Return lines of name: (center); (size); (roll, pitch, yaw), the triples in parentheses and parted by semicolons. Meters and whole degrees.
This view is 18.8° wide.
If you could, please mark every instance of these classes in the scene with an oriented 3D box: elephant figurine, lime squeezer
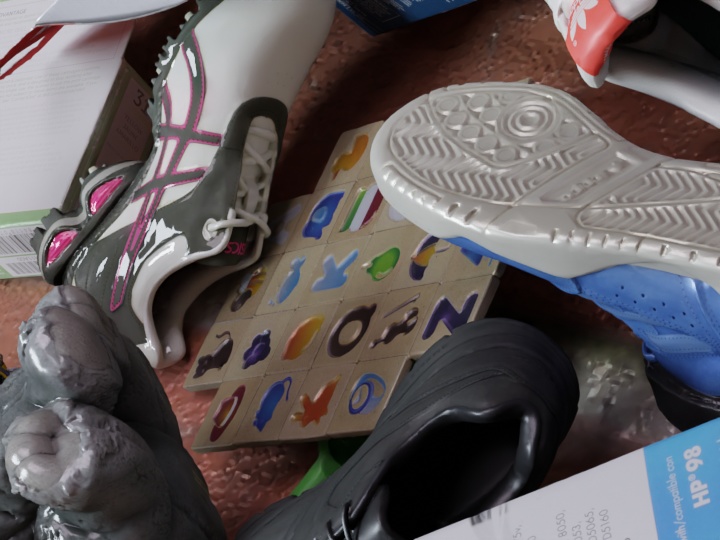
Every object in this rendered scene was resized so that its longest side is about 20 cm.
elephant figurine: (-0.165, 0.103, 0.840); (0.200, 0.142, 0.155); (-29, 66, 4)
lime squeezer: (-0.001, 0.048, 0.887); (0.070, 0.038, 0.200); (11, 66, 43)

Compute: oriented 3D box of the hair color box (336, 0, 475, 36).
hair color box: (0.042, -0.166, 0.945); (0.100, 0.060, 0.200); (-55, 14, -10)

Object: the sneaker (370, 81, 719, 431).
sneaker: (0.098, 0.004, 0.779); (0.199, 0.111, 0.077); (14, 53, 26)

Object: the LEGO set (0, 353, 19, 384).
LEGO set: (-0.204, 0.046, 0.950); (0.154, 0.200, 0.116); (-11, 46, 58)

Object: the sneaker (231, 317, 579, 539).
sneaker: (-0.001, 0.103, 0.776); (0.200, 0.076, 0.091); (-53, 2, 11)

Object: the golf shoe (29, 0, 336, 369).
golf shoe: (-0.061, -0.049, 0.978); (0.088, 0.077, 0.200); (46, 110, 31)

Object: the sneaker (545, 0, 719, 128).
sneaker: (0.088, -0.118, 0.777); (0.093, 0.200, 0.070); (-42, -13, -46)

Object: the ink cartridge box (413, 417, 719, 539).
ink cartridge box: (0.066, 0.131, 0.708); (0.200, 0.116, 0.067); (-24, 45, 20)

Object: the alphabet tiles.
alphabet tiles: (0.000, 0.000, 0.904); (0.200, 0.006, 0.167); (-11, 48, 53)

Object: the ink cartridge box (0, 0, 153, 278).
ink cartridge box: (-0.164, -0.090, 1.120); (0.145, 0.048, 0.200); (-4, 53, 36)

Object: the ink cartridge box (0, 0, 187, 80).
ink cartridge box: (-0.091, -0.134, 0.991); (0.200, 0.050, 0.161); (-44, 6, 18)
